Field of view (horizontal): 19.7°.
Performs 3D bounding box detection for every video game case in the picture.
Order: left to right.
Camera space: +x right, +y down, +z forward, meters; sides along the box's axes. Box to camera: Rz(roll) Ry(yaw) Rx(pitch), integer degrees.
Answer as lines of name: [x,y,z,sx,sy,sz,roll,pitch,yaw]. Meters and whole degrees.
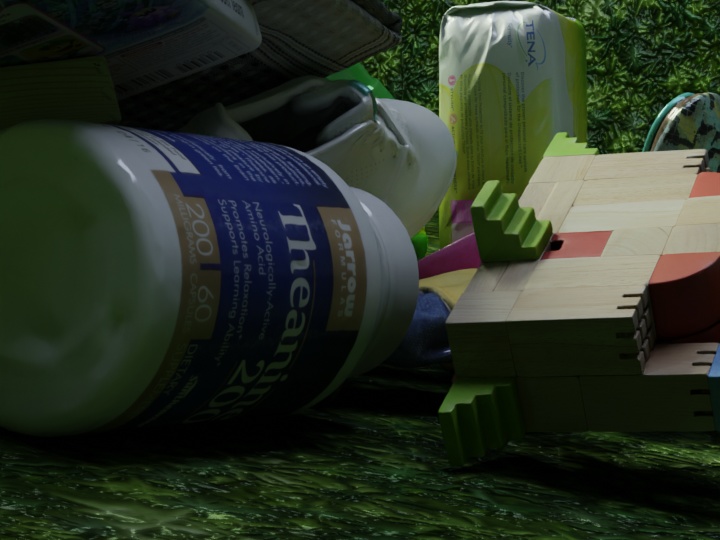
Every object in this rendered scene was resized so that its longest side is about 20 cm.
video game case: [-0.154,-0.077,0.755,0.199,0.024,0.182,-18,-10,12]

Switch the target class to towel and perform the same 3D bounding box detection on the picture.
towel: [-0.101,-0.092,0.866,0.192,0.035,0.200,-18,-18,21]

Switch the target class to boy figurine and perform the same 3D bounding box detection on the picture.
boy figurine: [0.050,0.032,0.974,0.199,0.065,0.124,7,5,-36]

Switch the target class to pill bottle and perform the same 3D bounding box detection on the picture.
pill bottle: [-0.061,0.004,0.790,0.111,0.112,0.200,12,5,31]

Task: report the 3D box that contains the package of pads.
package of pads: [0.088,-0.047,1.158,0.068,0.201,0.154,-1,2,13]

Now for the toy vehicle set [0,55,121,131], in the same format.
toy vehicle set: [-0.183,-0.029,0.817,0.124,0.027,0.200,-10,-12,-27]

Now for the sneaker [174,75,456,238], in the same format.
sneaker: [-0.011,-0.056,0.933,0.200,0.089,0.075,-17,63,-49]

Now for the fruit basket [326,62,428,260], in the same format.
fruit basket: [-0.057,-0.060,1.107,0.155,0.216,0.215,-30,18,-17]

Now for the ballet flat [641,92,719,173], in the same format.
ballet flat: [0.168,-0.001,1.016,0.074,0.074,0.200,10,-39,9]

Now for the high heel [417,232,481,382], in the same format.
high heel: [0.000,0.000,1.058,0.199,0.096,0.067,10,5,5]

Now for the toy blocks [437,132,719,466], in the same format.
toy blocks: [0.124,0.005,0.840,0.136,0.100,0.200,-2,27,22]
